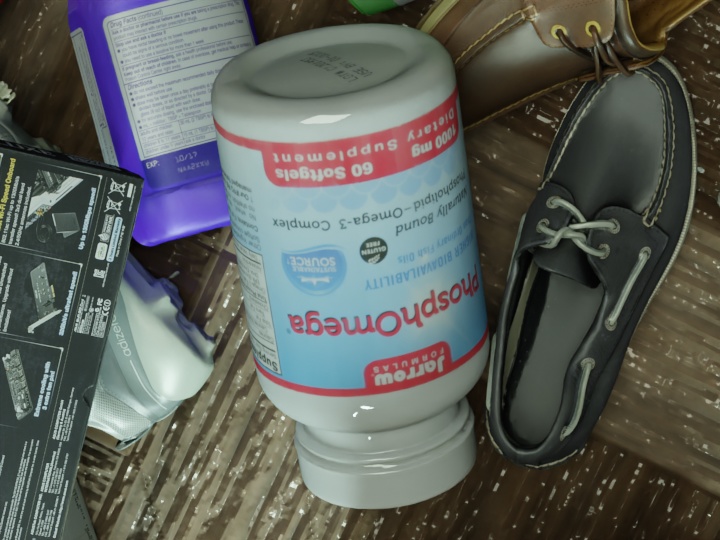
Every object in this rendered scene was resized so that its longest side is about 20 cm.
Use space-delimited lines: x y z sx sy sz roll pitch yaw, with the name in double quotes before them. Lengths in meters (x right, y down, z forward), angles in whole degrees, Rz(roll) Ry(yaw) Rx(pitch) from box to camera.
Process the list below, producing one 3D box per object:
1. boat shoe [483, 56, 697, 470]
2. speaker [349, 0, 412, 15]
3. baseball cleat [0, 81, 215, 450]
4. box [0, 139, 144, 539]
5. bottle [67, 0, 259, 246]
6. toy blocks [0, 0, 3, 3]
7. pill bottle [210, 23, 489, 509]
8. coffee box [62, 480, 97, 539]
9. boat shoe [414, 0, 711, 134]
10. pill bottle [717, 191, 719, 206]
"boat shoe" 0.104 -0.004 1.045 0.072 0.063 0.201 18 96 11
"speaker" 0.065 -0.199 1.028 0.200 0.088 0.089 -33 88 10
"baseball cleat" -0.161 -0.003 1.085 0.106 0.070 0.200 -41 86 2
"box" -0.194 0.038 0.997 0.157 0.050 0.201 11 94 -20
"bottle" -0.093 -0.115 1.065 0.083 0.065 0.201 -16 91 -23
"toy blocks" -0.234 -0.105 1.051 0.137 0.100 0.200 28 71 29
"pill bottle" 0.000 0.000 1.020 0.108 0.109 0.201 -4 115 10
"coffee box" -0.231 0.154 1.106 0.200 0.080 0.113 -20 90 11
"boat shoe" 0.103 -0.120 1.020 0.200 0.072 0.068 -35 56 14
"pill bottle" 0.264 -0.007 0.992 0.200 0.114 0.114 42 100 5
